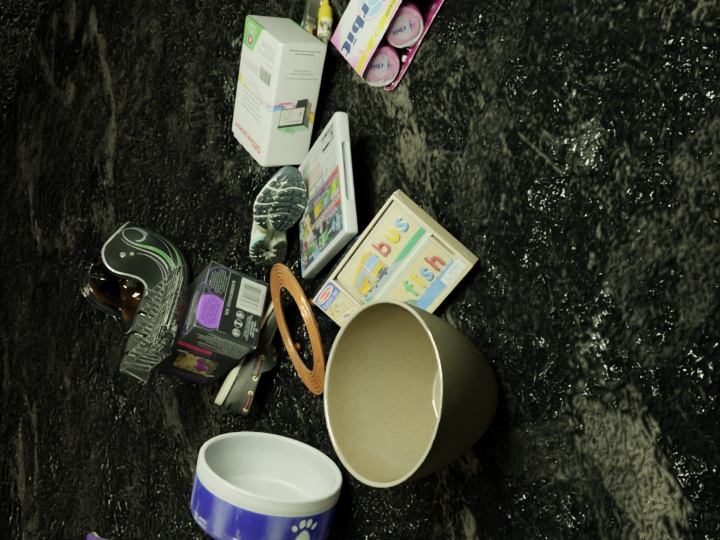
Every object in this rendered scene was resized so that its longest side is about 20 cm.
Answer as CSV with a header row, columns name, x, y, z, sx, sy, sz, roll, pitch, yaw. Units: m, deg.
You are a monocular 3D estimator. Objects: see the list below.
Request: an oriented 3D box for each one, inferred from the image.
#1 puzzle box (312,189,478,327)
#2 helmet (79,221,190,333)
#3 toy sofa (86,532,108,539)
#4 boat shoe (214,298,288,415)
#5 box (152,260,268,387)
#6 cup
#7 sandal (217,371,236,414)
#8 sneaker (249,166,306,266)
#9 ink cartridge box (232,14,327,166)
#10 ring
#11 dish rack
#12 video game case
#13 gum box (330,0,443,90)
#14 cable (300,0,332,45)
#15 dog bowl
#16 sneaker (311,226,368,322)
name,x,y,z,sx,sy,sz,roll,pitch,yaw
puzzle box,0.039,0.013,0.983,0.133,0.025,0.200,41,122,6
helmet,-0.425,0.021,1.506,0.200,0.190,0.200,-47,11,12
toy sofa,-0.591,0.631,1.681,0.199,0.082,0.098,-12,74,50
boat shoe,-0.165,0.137,1.258,0.202,0.063,0.074,-64,8,2
box,-0.244,0.091,1.252,0.200,0.106,0.123,-37,36,49
cup,0.073,0.139,0.879,0.200,0.143,0.202,-15,70,50
sandal,-0.223,0.146,1.339,0.076,0.043,0.202,2,84,52
sneaker,-0.141,-0.100,1.236,0.200,0.077,0.087,118,153,-44
ink cartridge box,-0.135,-0.288,1.247,0.145,0.083,0.201,48,135,46
ring,-0.088,0.084,1.136,0.201,0.019,0.201,52,152,42
dish rack,-0.318,0.083,1.222,0.200,0.054,0.154,-33,41,50
video game case,-0.053,-0.105,1.145,0.200,0.023,0.184,139,130,-61
gum box,0.043,-0.365,1.081,0.201,0.066,0.114,-58,42,27
cable,-0.065,-0.447,1.278,0.097,0.050,0.201,142,140,-62
dog bowl,-0.128,0.299,1.059,0.200,0.199,0.079,26,106,51
sneaker,0.000,0.000,1.076,0.200,0.073,0.082,-41,33,35
